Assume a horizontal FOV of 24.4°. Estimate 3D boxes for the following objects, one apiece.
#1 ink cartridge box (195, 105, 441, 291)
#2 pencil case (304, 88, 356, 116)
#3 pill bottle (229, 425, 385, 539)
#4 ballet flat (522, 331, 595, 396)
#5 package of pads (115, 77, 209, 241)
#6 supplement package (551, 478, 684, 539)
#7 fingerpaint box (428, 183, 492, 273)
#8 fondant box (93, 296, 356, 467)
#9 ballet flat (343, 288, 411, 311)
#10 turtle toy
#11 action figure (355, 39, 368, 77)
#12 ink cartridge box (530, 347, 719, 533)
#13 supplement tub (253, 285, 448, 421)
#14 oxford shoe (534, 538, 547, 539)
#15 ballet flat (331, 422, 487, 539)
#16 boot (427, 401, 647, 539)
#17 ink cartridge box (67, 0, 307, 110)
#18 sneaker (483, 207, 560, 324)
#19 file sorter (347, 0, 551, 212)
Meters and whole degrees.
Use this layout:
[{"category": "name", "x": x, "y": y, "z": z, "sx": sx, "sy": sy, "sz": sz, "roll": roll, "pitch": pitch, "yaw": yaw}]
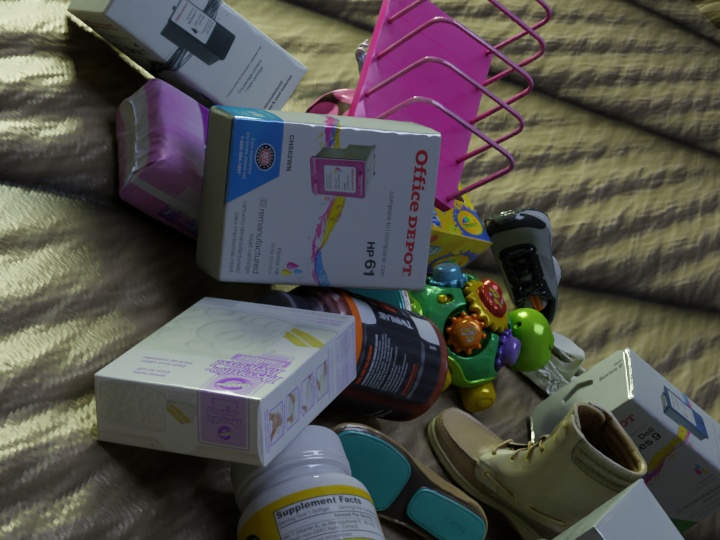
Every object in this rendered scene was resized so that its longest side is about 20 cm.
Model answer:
[{"category": "ink cartridge box", "x": -0.036, "y": -0.063, "z": 1.476, "sx": 0.198, "sy": 0.146, "sz": 0.085, "roll": 2, "pitch": 10, "yaw": -22}, {"category": "pencil case", "x": -0.016, "y": -0.079, "z": 1.634, "sx": 0.091, "sy": 0.093, "sz": 0.201, "roll": 59, "pitch": 19, "yaw": -45}, {"category": "pill bottle", "x": -0.032, "y": 0.230, "z": 1.288, "sx": 0.114, "sy": 0.114, "sz": 0.201, "roll": 20, "pitch": 40, "yaw": -45}, {"category": "ballet flat", "x": 0.240, "y": 0.122, "z": 1.895, "sx": 0.199, "sy": 0.072, "sz": 0.072, "roll": 38, "pitch": 29, "yaw": -25}, {"category": "package of pads", "x": -0.137, "y": -0.084, "z": 1.555, "sx": 0.199, "sy": 0.075, "sz": 0.121, "roll": 30, "pitch": 37, "yaw": -34}, {"category": "supplement package", "x": 0.204, "y": 0.327, "z": 1.438, "sx": 0.192, "sy": 0.200, "sz": 0.147, "roll": 55, "pitch": 27, "yaw": 8}, {"category": "fingerpaint box", "x": 0.036, "y": -0.089, "z": 1.830, "sx": 0.199, "sy": 0.073, "sz": 0.168, "roll": 11, "pitch": 46, "yaw": -51}, {"category": "fondant box", "x": -0.103, "y": 0.084, "z": 1.330, "sx": 0.200, "sy": 0.143, "sz": 0.059, "roll": -41, "pitch": 134, "yaw": -62}, {"category": "ballet flat", "x": 0.000, "y": 0.000, "z": 1.685, "sx": 0.069, "sy": 0.069, "sz": 0.201, "roll": 4, "pitch": 52, "yaw": -55}, {"category": "turtle toy", "x": 0.121, "y": 0.063, "z": 1.742, "sx": 0.199, "sy": 0.101, "sz": 0.147, "roll": 23, "pitch": 38, "yaw": -43}, {"category": "action figure", "x": 0.067, "y": -0.184, "z": 1.803, "sx": 0.200, "sy": 0.132, "sz": 0.151, "roll": -5, "pitch": 88, "yaw": -87}, {"category": "ink cartridge box", "x": 0.301, "y": 0.197, "z": 1.806, "sx": 0.200, "sy": 0.145, "sz": 0.088, "roll": 39, "pitch": 31, "yaw": -24}, {"category": "supplement tub", "x": -0.015, "y": 0.072, "z": 1.516, "sx": 0.199, "sy": 0.107, "sz": 0.108, "roll": 19, "pitch": 41, "yaw": -47}, {"category": "oxford shoe", "x": 0.212, "y": 0.342, "z": 1.563, "sx": 0.057, "sy": 0.075, "sz": 0.201, "roll": -26, "pitch": 85, "yaw": -40}, {"category": "ballet flat", "x": 0.031, "y": 0.194, "z": 1.506, "sx": 0.200, "sy": 0.069, "sz": 0.063, "roll": 39, "pitch": 1, "yaw": -27}, {"category": "boot", "x": 0.168, "y": 0.171, "z": 1.596, "sx": 0.200, "sy": 0.156, "sz": 0.073, "roll": 44, "pitch": 41, "yaw": 17}, {"category": "ink cartridge box", "x": -0.170, "y": -0.224, "z": 1.602, "sx": 0.199, "sy": 0.083, "sz": 0.146, "roll": 37, "pitch": -6, "yaw": -25}, {"category": "sneaker", "x": 0.194, "y": -0.004, "z": 1.915, "sx": 0.201, "sy": 0.073, "sz": 0.080, "roll": 59, "pitch": 22, "yaw": -52}, {"category": "file sorter", "x": 0.093, "y": -0.191, "z": 1.615, "sx": 0.138, "sy": 0.125, "sz": 0.202, "roll": 32, "pitch": 57, "yaw": -26}]
